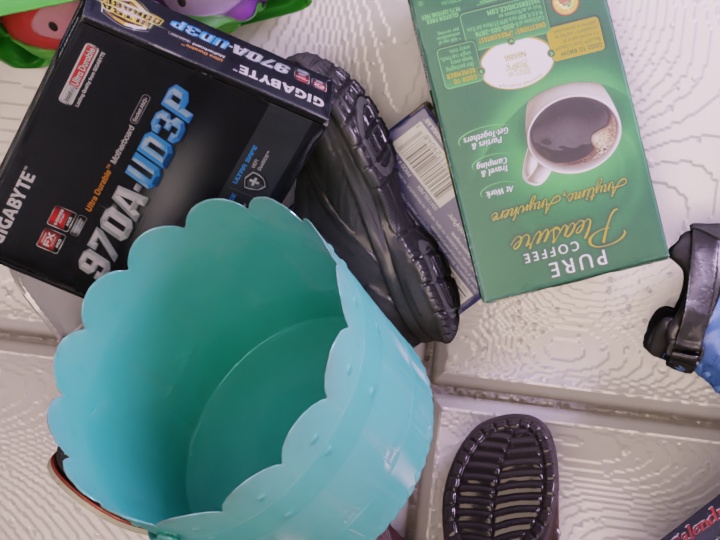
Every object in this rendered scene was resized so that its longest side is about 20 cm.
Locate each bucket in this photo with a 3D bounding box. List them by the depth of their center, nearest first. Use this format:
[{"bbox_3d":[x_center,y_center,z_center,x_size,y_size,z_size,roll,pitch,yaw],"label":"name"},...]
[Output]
[{"bbox_3d":[-0.065,0.076,1.464,0.207,0.208,0.135,-33,140,12],"label":"bucket"}]

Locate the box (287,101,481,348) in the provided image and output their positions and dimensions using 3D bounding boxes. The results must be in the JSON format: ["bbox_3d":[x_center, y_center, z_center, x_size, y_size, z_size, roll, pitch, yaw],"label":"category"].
[{"bbox_3d":[0.000,0.000,1.604,0.200,0.032,0.121,-37,94,11],"label":"box"}]

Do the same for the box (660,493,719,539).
[{"bbox_3d":[0.266,0.184,1.538,0.200,0.038,0.137,-40,116,12],"label":"box"}]

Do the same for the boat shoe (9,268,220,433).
[{"bbox_3d":[-0.152,0.049,1.601,0.200,0.069,0.072,42,127,2],"label":"boat shoe"}]

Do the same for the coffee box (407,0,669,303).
[{"bbox_3d":[0.108,-0.089,1.549,0.123,0.044,0.201,-15,92,-2],"label":"coffee box"}]

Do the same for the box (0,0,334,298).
[{"bbox_3d":[-0.127,-0.063,1.513,0.159,0.046,0.200,23,128,-13],"label":"box"}]

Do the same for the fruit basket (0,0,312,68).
[{"bbox_3d":[-0.132,-0.142,1.545,0.215,0.156,0.216,-1,83,10],"label":"fruit basket"}]

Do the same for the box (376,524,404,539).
[{"bbox_3d":[-0.015,0.206,1.583,0.100,0.075,0.200,-34,126,11],"label":"box"}]

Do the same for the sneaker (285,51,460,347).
[{"bbox_3d":[-0.013,-0.035,1.550,0.091,0.076,0.201,-21,94,18],"label":"sneaker"}]

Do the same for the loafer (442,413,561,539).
[{"bbox_3d":[0.089,0.190,1.590,0.073,0.071,0.201,2,68,13],"label":"loafer"}]

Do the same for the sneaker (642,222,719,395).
[{"bbox_3d":[0.230,0.067,1.566,0.111,0.077,0.201,1,100,4],"label":"sneaker"}]

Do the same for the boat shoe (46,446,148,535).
[{"bbox_3d":[-0.101,0.140,1.620,0.199,0.071,0.063,21,118,-4],"label":"boat shoe"}]
